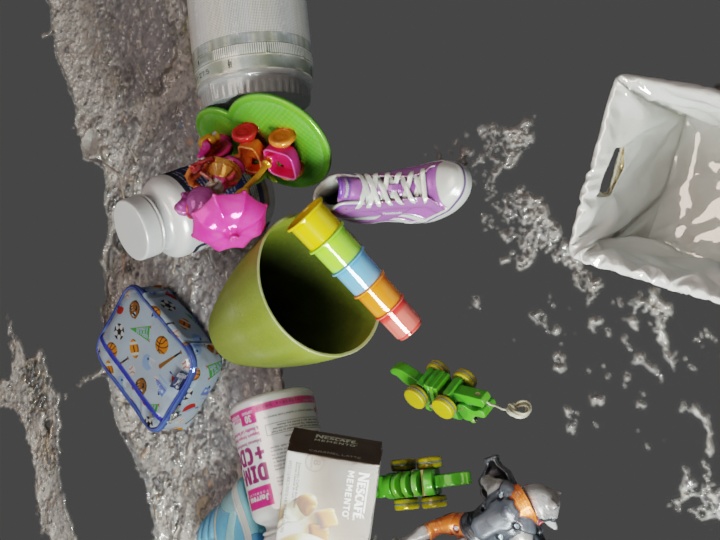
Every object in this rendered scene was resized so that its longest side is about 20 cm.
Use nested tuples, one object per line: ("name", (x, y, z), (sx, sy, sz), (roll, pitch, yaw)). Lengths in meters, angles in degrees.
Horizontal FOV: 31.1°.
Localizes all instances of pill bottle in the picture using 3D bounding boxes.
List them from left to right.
("pill bottle", (-0.221, -0.083, 1.714), (0.111, 0.199, 0.112), (28, 129, 41))
("pill bottle", (-0.094, 0.261, 1.664), (0.113, 0.113, 0.201), (-24, 74, 34))

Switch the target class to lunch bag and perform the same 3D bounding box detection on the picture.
("lunch bag", (-0.291, 0.130, 1.849), (0.200, 0.075, 0.161), (49, 117, 30))

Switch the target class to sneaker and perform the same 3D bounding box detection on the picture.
("sneaker", (-0.155, 0.387, 1.716), (0.131, 0.079, 0.201), (-43, 44, 29))
("sneaker", (0.032, -0.094, 1.591), (0.199, 0.114, 0.073), (-13, 78, 35))

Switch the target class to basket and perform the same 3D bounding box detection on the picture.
("basket", (0.349, -0.079, 1.319), (0.199, 0.160, 0.200), (20, 99, 36))

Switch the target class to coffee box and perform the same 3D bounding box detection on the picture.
("coffee box", (-0.041, 0.301, 1.542), (0.113, 0.080, 0.202), (9, 103, 2))

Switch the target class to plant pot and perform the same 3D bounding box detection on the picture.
("plant pot", (-0.105, 0.050, 1.664), (0.200, 0.186, 0.188), (-30, 69, 48))

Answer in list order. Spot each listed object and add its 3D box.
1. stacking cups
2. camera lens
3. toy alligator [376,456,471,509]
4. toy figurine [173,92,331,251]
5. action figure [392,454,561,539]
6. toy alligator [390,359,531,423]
("stacking cups", (0.000, 0.000, 1.587), (0.200, 0.061, 0.060), (45, 119, -10))
("camera lens", (-0.146, -0.312, 1.710), (0.159, 0.159, 0.202), (-13, 80, 36))
("toy alligator", (0.042, 0.263, 1.587), (0.199, 0.054, 0.060), (-12, 79, 36))
("toy figurine", (-0.163, -0.109, 1.605), (0.199, 0.185, 0.151), (12, 139, 25))
("action figure", (0.157, 0.319, 1.469), (0.193, 0.104, 0.200), (-41, 68, 13))
("toy alligator", (0.121, 0.157, 1.548), (0.199, 0.059, 0.054), (16, 139, 36))
